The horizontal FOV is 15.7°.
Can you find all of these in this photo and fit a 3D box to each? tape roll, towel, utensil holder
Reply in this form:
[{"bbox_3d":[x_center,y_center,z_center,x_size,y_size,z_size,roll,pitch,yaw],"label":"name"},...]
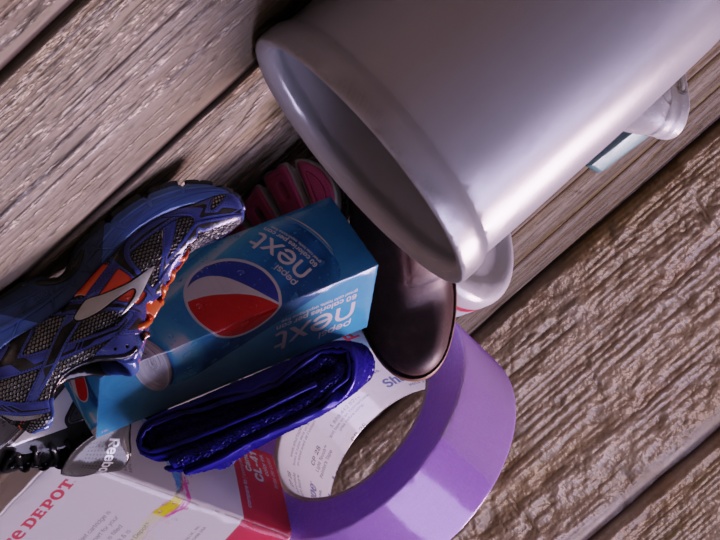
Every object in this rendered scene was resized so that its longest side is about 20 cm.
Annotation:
[{"bbox_3d":[0.012,0.121,1.851,0.200,0.066,0.201,-30,-144,25],"label":"tape roll"},{"bbox_3d":[-0.059,0.090,1.671,0.147,0.050,0.200,-22,178,3],"label":"towel"},{"bbox_3d":[0.072,-0.120,1.400,0.200,0.170,0.170,-40,173,-10],"label":"utensil holder"}]

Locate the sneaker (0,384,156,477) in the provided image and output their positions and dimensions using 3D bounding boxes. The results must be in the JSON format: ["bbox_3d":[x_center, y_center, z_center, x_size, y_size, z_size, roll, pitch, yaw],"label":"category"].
[{"bbox_3d":[-0.191,0.098,1.647,0.200,0.090,0.067,-34,164,-43],"label":"sneaker"}]

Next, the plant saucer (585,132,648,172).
[{"bbox_3d":[0.126,-0.121,1.714,0.070,0.200,0.019,-37,128,-9],"label":"plant saucer"}]

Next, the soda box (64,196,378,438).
[{"bbox_3d":[-0.091,0.028,1.633,0.199,0.064,0.068,-23,149,-24],"label":"soda box"}]

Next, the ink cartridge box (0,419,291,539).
[{"bbox_3d":[-0.171,0.167,1.789,0.199,0.086,0.148,26,124,-33],"label":"ink cartridge box"}]

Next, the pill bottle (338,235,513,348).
[{"bbox_3d":[0.000,0.000,1.833,0.199,0.109,0.109,-21,-175,34],"label":"pill bottle"}]

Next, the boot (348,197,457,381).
[{"bbox_3d":[0.022,-0.028,1.653,0.072,0.201,0.166,-6,178,1],"label":"boot"}]

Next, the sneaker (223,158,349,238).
[{"bbox_3d":[-0.068,0.000,1.765,0.200,0.074,0.087,-49,164,24],"label":"sneaker"}]

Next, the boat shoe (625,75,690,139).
[{"bbox_3d":[0.180,-0.158,1.647,0.075,0.086,0.203,-51,-151,35],"label":"boat shoe"}]

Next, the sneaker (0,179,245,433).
[{"bbox_3d":[-0.142,0.022,1.499,0.200,0.079,0.075,-38,173,-16],"label":"sneaker"}]
